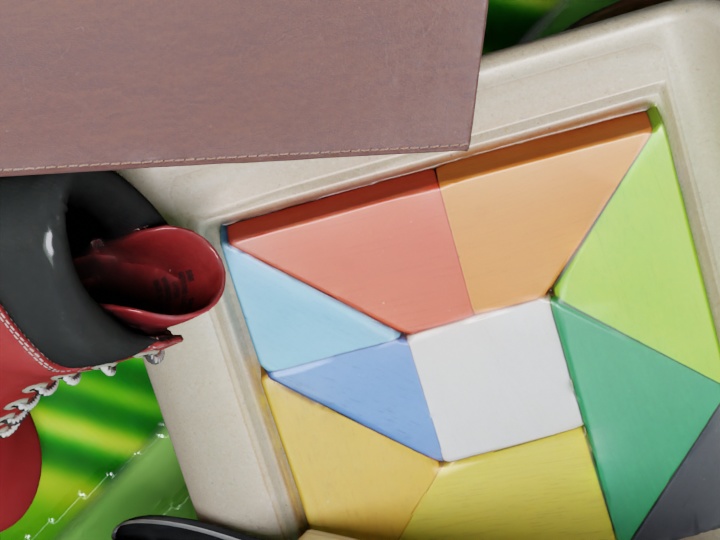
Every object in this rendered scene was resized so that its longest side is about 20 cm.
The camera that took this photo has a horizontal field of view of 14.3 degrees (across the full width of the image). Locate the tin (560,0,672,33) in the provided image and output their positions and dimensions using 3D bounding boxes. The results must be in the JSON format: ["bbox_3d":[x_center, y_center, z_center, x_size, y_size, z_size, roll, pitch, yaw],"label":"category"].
[{"bbox_3d":[0.139,-0.040,0.886,0.200,0.042,0.112,-13,91,-5],"label":"tin"}]

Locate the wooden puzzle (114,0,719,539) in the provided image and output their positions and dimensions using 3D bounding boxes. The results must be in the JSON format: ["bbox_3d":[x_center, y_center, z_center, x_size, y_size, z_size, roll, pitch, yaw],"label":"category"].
[{"bbox_3d":[0.037,0.030,0.848,0.200,0.037,0.185,-14,113,8],"label":"wooden puzzle"}]

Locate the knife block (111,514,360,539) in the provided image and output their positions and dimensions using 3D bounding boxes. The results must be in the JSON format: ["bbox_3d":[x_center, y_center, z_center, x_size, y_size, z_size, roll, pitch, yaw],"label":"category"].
[{"bbox_3d":[0.004,0.116,0.825,0.200,0.176,0.064,-18,121,0],"label":"knife block"}]

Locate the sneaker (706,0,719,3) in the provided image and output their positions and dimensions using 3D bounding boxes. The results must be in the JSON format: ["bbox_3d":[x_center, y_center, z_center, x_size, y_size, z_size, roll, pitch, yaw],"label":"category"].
[{"bbox_3d":[0.105,-0.123,0.809,0.200,0.077,0.085,32,73,-34],"label":"sneaker"}]

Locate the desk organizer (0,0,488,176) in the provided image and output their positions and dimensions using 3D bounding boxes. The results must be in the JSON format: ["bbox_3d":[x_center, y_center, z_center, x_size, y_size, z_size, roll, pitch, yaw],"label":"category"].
[{"bbox_3d":[-0.068,-0.076,0.759,0.200,0.072,0.077,-4,123,-15],"label":"desk organizer"}]

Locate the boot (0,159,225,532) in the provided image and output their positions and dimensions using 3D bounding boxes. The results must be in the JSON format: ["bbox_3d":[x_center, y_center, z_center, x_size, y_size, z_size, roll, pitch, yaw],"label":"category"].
[{"bbox_3d":[-0.097,0.029,0.842,0.144,0.073,0.200,-2,154,15],"label":"boot"}]
